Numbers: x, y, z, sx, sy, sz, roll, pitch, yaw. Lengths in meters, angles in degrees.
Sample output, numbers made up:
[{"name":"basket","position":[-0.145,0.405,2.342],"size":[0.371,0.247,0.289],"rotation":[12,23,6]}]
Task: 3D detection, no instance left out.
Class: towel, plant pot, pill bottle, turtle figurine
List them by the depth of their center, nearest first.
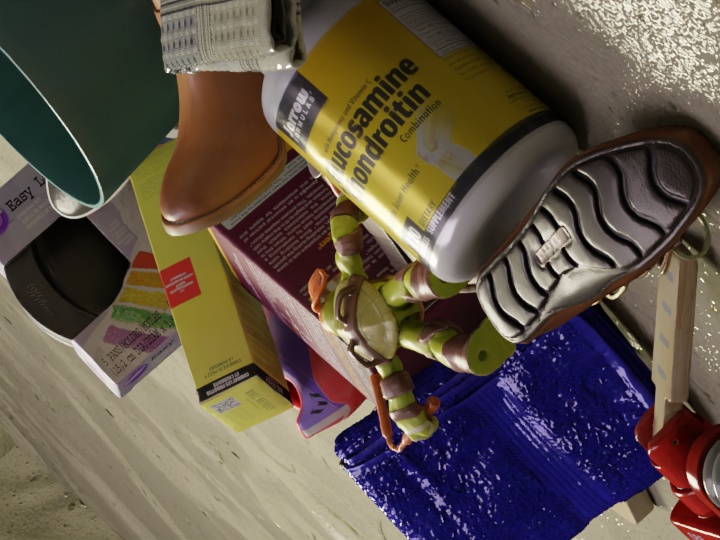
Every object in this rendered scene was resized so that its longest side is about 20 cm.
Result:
[{"name":"towel","position":[-0.067,-0.202,1.434],"size":[0.200,0.035,0.193],"rotation":[-175,84,-69]},{"name":"pill bottle","position":[0.016,-0.094,1.499],"size":[0.200,0.112,0.112],"rotation":[42,165,18]},{"name":"turtle figurine","position":[0.015,0.016,1.592],"size":[0.161,0.064,0.200],"rotation":[-6,99,57]},{"name":"towel","position":[0.097,0.109,1.675],"size":[0.148,0.200,0.050],"rotation":[49,-157,-7]},{"name":"plant pot","position":[-0.179,-0.168,1.768],"size":[0.201,0.161,0.201],"rotation":[44,166,14]}]

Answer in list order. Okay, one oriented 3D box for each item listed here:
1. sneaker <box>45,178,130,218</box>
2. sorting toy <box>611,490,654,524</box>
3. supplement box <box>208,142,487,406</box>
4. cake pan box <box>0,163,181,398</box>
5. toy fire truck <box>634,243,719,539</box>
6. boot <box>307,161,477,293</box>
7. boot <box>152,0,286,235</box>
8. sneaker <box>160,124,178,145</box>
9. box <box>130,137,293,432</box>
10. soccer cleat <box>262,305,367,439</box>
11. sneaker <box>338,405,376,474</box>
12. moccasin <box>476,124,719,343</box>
[{"name":"sneaker","position":[-0.193,-0.097,1.931],"size":[0.071,0.099,0.200],"rotation":[36,127,0]},{"name":"sorting toy","position":[0.088,0.088,1.870],"size":[0.199,0.070,0.200],"rotation":[33,159,45]},{"name":"supplement box","position":[0.000,0.000,1.780],"size":[0.200,0.110,0.086],"rotation":[41,166,41]},{"name":"cake pan box","position":[-0.181,-0.028,2.077],"size":[0.184,0.200,0.052],"rotation":[46,169,13]},{"name":"toy fire truck","position":[0.218,0.095,1.459],"size":[0.200,0.129,0.176],"rotation":[42,168,-22]},{"name":"boot","position":[0.037,-0.065,1.627],"size":[0.200,0.070,0.146],"rotation":[0,120,54]},{"name":"boot","position":[-0.097,-0.133,1.572],"size":[0.074,0.200,0.155],"rotation":[-5,134,31]},{"name":"sneaker","position":[-0.201,-0.164,2.017],"size":[0.200,0.075,0.085],"rotation":[46,161,5]},{"name":"box","position":[-0.107,0.009,1.890],"size":[0.075,0.050,0.200],"rotation":[43,-154,-62]},{"name":"soccer cleat","position":[-0.067,0.047,1.940],"size":[0.200,0.073,0.068],"rotation":[39,165,40]},{"name":"sneaker","position":[0.058,0.131,1.823],"size":[0.096,0.079,0.200],"rotation":[34,174,-12]},{"name":"moccasin","position":[0.136,-0.022,1.422],"size":[0.074,0.078,0.201],"rotation":[55,148,14]}]
